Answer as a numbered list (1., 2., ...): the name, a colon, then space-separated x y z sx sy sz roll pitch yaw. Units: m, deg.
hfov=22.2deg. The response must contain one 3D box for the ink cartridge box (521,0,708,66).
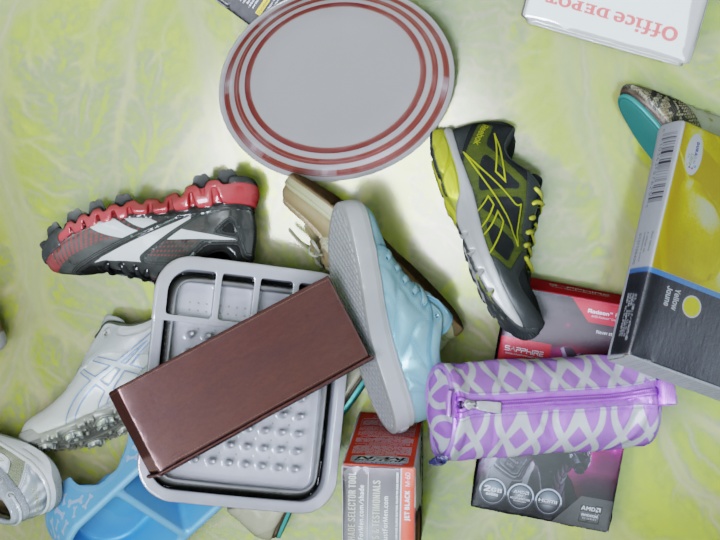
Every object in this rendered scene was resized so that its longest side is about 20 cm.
1. ink cartridge box: 0.225 -0.283 1.508 0.145 0.083 0.202 16 98 3

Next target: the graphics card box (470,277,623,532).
1. graphics card box: 0.171 0.114 1.581 0.124 0.051 0.202 11 99 3

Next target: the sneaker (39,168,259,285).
1. sneaker: -0.178 -0.017 1.577 0.198 0.071 0.099 -13 78 6

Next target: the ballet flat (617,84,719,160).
1. ballet flat: 0.290 -0.083 1.545 0.075 0.068 0.201 -33 99 -14

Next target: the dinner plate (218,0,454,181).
1. dinner plate: -0.020 -0.158 1.532 0.198 0.024 0.201 -7 134 -7

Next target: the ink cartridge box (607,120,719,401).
1. ink cartridge box: 0.310 0.006 1.490 0.198 0.047 0.200 19 77 -19

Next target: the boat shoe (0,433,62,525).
1. boat shoe: -0.351 0.168 1.597 0.201 0.065 0.075 21 118 27

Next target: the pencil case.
1. pencil case: 0.148 0.108 1.490 0.198 0.086 0.085 -4 70 -16

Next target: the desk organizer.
1. desk organizer: -0.097 0.086 1.479 0.199 0.072 0.078 -28 90 -15

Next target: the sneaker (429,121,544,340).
1. sneaker: 0.121 -0.041 1.530 0.084 0.075 0.202 -20 72 0

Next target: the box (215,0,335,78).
1. box: -0.036 -0.288 1.549 0.159 0.049 0.201 36 99 2

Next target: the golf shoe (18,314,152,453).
1. golf shoe: -0.218 0.092 1.614 0.199 0.078 0.098 -26 74 5

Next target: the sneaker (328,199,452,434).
1. sneaker: 0.030 0.029 1.522 0.081 0.074 0.202 -21 109 -21

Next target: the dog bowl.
1. dog bowl: -0.185 0.196 1.594 0.200 0.050 0.111 -42 125 12

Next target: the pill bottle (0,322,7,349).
1. pill bottle: -0.392 -0.006 1.585 0.110 0.111 0.202 -22 95 8

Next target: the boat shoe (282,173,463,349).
1. boat shoe: 0.000 0.000 1.570 0.200 0.073 0.063 44 100 -3

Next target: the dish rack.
1. dish rack: -0.098 0.096 1.535 0.170 0.044 0.202 7 83 -15

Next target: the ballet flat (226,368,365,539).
1. ballet flat: -0.054 0.141 1.597 0.069 0.069 0.201 30 98 1

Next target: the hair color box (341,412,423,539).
1. hair color box: 0.020 0.192 1.529 0.063 0.200 0.112 2 98 5
